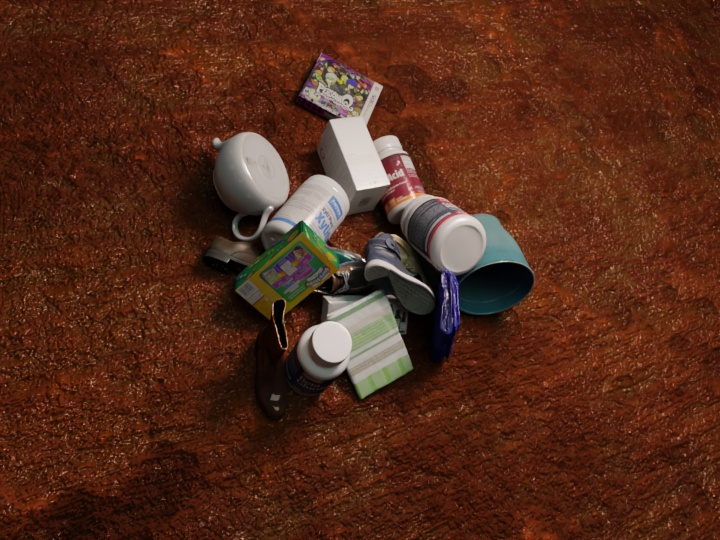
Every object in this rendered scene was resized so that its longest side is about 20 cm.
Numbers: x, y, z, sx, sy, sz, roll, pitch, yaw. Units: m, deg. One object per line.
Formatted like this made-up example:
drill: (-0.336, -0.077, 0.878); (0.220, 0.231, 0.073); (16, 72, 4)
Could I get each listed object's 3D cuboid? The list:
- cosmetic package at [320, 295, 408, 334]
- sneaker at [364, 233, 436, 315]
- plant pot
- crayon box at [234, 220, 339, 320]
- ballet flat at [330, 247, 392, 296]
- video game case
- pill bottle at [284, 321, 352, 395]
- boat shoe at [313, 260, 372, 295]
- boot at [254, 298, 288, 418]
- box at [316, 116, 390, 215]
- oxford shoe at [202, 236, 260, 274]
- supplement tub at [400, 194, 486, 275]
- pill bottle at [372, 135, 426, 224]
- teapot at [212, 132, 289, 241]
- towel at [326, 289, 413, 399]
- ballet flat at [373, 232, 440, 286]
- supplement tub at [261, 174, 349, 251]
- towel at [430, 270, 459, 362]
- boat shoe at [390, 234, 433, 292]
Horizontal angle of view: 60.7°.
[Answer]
cosmetic package: (0.011, 0.101, 1.390); (0.196, 0.051, 0.084); (0, 102, -21)
sneaker: (0.089, 0.002, 1.382); (0.201, 0.077, 0.147); (37, 26, -25)
plant pot: (0.304, -0.027, 1.515); (0.196, 0.202, 0.190); (5, 48, -18)
crayon box: (-0.154, 0.006, 1.294); (0.119, 0.199, 0.059); (44, 17, -28)
ballet flat: (0.000, 0.000, 1.456); (0.198, 0.072, 0.073); (31, 59, -5)
video game case: (-0.053, -0.480, 1.673); (0.197, 0.036, 0.183); (27, 58, -7)
pill bottle: (-0.084, 0.177, 1.251); (0.109, 0.200, 0.113); (8, 62, -16)
boat shoe: (-0.053, 0.025, 1.382); (0.196, 0.072, 0.074); (-7, 100, -3)
boot: (-0.161, 0.180, 1.220); (0.067, 0.200, 0.192); (4, 64, -19)
box: (-0.021, -0.260, 1.529); (0.096, 0.125, 0.203); (-13, 71, -26)
oxford shoe: (-0.241, -0.023, 1.362); (0.197, 0.073, 0.086); (25, 57, -9)
supplement tub: (0.187, -0.087, 1.426); (0.138, 0.143, 0.200); (-3, 25, -22)
pill bottle: (0.089, -0.232, 1.563); (0.112, 0.114, 0.203); (-13, 71, -26)
teapot: (-0.265, -0.201, 1.401); (0.198, 0.144, 0.202); (51, 29, -27)
towel: (0.020, 0.160, 1.351); (0.147, 0.031, 0.203); (-24, 102, -16)
ballet flat: (0.117, -0.036, 1.512); (0.198, 0.068, 0.068); (30, 48, -7)
supplement tub: (-0.125, -0.110, 1.406); (0.131, 0.132, 0.201); (36, 54, -1)
towel: (0.192, 0.109, 1.389); (0.048, 0.201, 0.150); (4, 63, 1)
boat shoe: (0.114, 0.007, 1.449); (0.073, 0.066, 0.201); (-33, 99, 12)
